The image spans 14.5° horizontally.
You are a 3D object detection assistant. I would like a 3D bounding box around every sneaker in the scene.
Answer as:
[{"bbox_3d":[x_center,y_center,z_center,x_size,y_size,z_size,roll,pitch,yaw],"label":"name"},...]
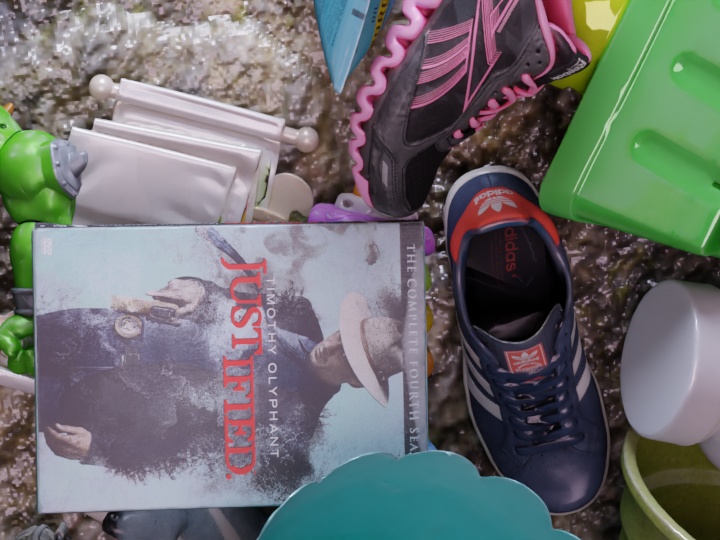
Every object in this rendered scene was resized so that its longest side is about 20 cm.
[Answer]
[{"bbox_3d":[0.088,0.048,1.516,0.075,0.085,0.201,-18,106,1],"label":"sneaker"},{"bbox_3d":[0.063,-0.106,1.406,0.095,0.079,0.201,28,112,13],"label":"sneaker"}]

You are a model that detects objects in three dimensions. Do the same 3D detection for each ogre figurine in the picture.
[{"bbox_3d":[-0.219,-0.038,1.462,0.200,0.098,0.120,32,99,34],"label":"ogre figurine"}]

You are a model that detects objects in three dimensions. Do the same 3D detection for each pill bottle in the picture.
[{"bbox_3d":[0.243,0.060,1.492,0.199,0.113,0.113,10,105,-22],"label":"pill bottle"}]

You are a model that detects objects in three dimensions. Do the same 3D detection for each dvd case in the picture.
[{"bbox_3d":[-0.065,0.048,1.430,0.199,0.022,0.147,0,90,-9],"label":"dvd case"}]

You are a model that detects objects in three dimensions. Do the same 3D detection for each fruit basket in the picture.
[{"bbox_3d":[0.152,-0.120,1.466,0.215,0.155,0.217,-4,84,35],"label":"fruit basket"}]

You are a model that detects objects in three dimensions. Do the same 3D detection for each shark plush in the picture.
[{"bbox_3d":[-0.066,0.131,1.535,0.200,0.091,0.083,29,86,-9],"label":"shark plush"}]

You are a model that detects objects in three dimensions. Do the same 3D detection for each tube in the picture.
[{"bbox_3d":[-0.002,-0.141,1.397,0.050,0.200,0.078,11,103,-3],"label":"tube"}]

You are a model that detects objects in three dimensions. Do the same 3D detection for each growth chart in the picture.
[{"bbox_3d":[-0.114,-0.006,1.523,0.144,0.018,0.201,22,103,-10],"label":"growth chart"}]

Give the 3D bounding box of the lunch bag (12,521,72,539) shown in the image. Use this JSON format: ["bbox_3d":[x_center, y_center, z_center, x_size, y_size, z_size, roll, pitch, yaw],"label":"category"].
[{"bbox_3d":[-0.200,0.253,1.535,0.200,0.139,0.168,-35,88,6],"label":"lunch bag"}]

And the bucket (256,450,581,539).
[{"bbox_3d":[0.017,0.199,1.379,0.206,0.135,0.208,7,66,-17],"label":"bucket"}]

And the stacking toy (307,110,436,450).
[{"bbox_3d":[0.000,0.000,1.498,0.116,0.110,0.201,12,93,-7],"label":"stacking toy"}]

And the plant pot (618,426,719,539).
[{"bbox_3d":[0.202,0.203,1.525,0.200,0.201,0.185,18,115,-8],"label":"plant pot"}]
